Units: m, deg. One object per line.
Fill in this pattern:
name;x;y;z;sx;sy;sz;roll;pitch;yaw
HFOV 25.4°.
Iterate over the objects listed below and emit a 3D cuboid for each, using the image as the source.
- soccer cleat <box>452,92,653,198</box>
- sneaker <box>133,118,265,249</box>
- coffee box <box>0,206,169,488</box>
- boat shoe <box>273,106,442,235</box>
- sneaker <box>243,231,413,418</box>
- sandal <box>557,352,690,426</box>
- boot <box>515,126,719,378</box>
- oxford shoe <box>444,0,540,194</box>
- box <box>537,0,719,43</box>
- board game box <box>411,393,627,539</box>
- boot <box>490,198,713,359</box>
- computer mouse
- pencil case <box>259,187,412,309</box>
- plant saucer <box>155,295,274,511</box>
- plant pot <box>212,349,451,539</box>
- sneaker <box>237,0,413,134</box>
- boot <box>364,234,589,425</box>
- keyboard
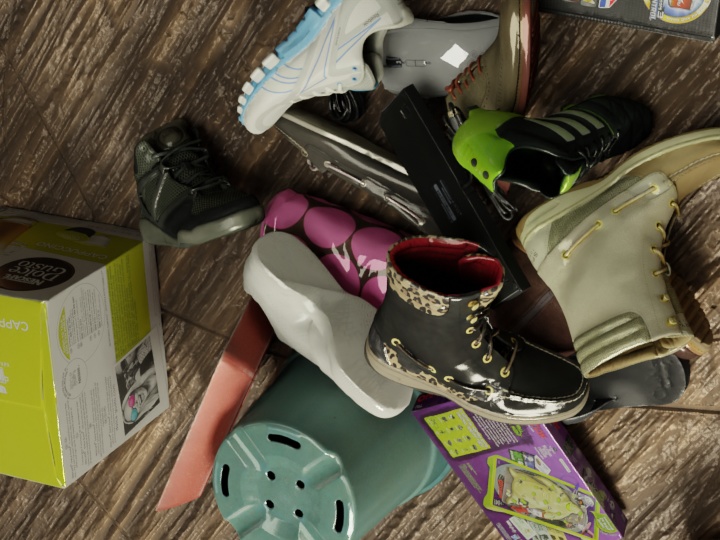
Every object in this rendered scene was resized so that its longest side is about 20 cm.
soccer cleat;0.165;-0.097;1.293;0.081;0.198;0.068;58;142;34
sneaker;-0.161;-0.082;1.507;0.199;0.076;0.115;9;114;60
coffee box;-0.333;0.072;1.617;0.198;0.198;0.202;9;114;24
boat shoe;-0.001;-0.090;1.453;0.199;0.067;0.057;25;105;13
sneaker;-0.032;0.059;1.444;0.200;0.075;0.089;49;142;12
sandal;0.198;0.104;1.445;0.199;0.043;0.077;-18;101;32
boot;0.242;-0.015;1.300;0.199;0.072;0.156;-27;65;11
oxford shoe;0.106;-0.150;1.337;0.074;0.071;0.201;13;129;7
box;0.223;-0.295;1.267;0.159;0.044;0.202;15;116;23
board game box;0.148;0.181;1.476;0.119;0.032;0.201;-15;120;39
boot;0.195;0.048;1.405;0.200;0.072;0.167;43;121;17
computer mouse;0.044;-0.188;1.405;0.198;0.044;0.111;-2;108;28
pencil case;0.000;0.000;1.482;0.199;0.091;0.094;26;122;19
plant saucer;-0.123;0.110;1.531;0.036;0.200;0.201;24;121;-1
plant pot;-0.029;0.168;1.499;0.198;0.196;0.202;10;114;23
sneaker;-0.030;-0.176;1.387;0.087;0.075;0.200;46;123;3
boot;0.102;0.049;1.336;0.198;0.074;0.151;18;144;10
keyboard;0.087;-0.069;1.353;0.201;0.020;0.127;60;156;4
